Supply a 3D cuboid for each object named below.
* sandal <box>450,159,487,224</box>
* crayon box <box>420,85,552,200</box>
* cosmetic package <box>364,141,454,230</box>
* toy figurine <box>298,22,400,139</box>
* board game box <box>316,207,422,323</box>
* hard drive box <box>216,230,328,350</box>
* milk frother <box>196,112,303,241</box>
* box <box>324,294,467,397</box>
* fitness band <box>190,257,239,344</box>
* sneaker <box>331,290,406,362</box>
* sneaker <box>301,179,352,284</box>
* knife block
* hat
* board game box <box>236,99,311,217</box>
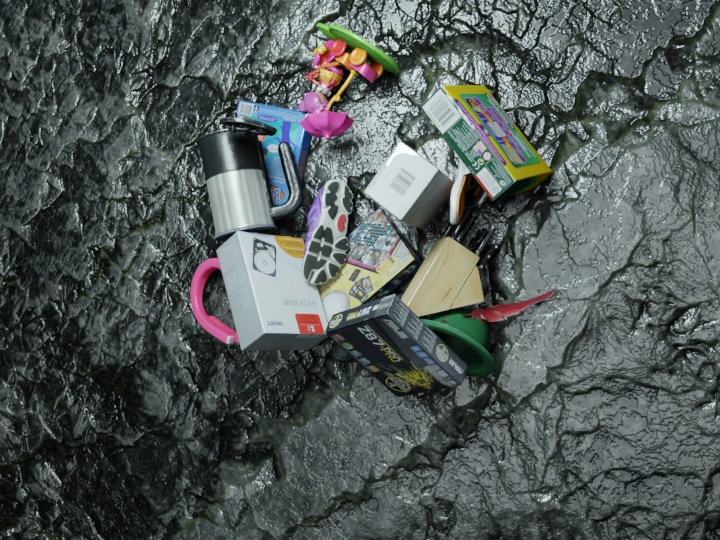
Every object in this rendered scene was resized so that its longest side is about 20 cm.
[{"bbox_3d":[0.191,-0.137,1.346,0.059,0.207,0.079,6,126,12],"label":"sandal"},{"bbox_3d":[0.215,-0.220,1.337,0.058,0.172,0.200,-42,77,32],"label":"crayon box"},{"bbox_3d":[0.091,-0.140,1.363,0.085,0.200,0.108,38,97,13],"label":"cosmetic package"},{"bbox_3d":[-0.054,-0.333,1.442,0.200,0.150,0.184,36,97,37],"label":"toy figurine"},{"bbox_3d":[0.000,0.000,1.451,0.200,0.035,0.136,-40,57,13],"label":"board game box"},{"bbox_3d":[-0.156,0.039,1.428,0.077,0.156,0.201,-36,63,38],"label":"hard drive box"},{"bbox_3d":[-0.208,-0.165,1.409,0.180,0.200,0.189,-13,85,13],"label":"milk frother"},{"bbox_3d":[0.061,0.134,1.359,0.161,0.049,0.200,-21,124,43],"label":"box"},{"bbox_3d":[-0.257,0.057,1.520,0.200,0.037,0.144,27,108,39],"label":"fitness band"},{"bbox_3d":[0.020,0.100,1.445,0.200,0.079,0.076,-38,79,14],"label":"sneaker"},{"bbox_3d":[-0.067,-0.067,1.467,0.083,0.080,0.201,-15,56,58],"label":"sneaker"},{"bbox_3d":[0.144,-0.019,1.375,0.199,0.064,0.176,-12,89,-14],"label":"knife block"},{"bbox_3d":[0.195,0.075,1.403,0.200,0.166,0.176,31,65,-7],"label":"hat"},{"bbox_3d":[-0.182,-0.215,1.529,0.152,0.045,0.201,14,92,16],"label":"board game box"}]
